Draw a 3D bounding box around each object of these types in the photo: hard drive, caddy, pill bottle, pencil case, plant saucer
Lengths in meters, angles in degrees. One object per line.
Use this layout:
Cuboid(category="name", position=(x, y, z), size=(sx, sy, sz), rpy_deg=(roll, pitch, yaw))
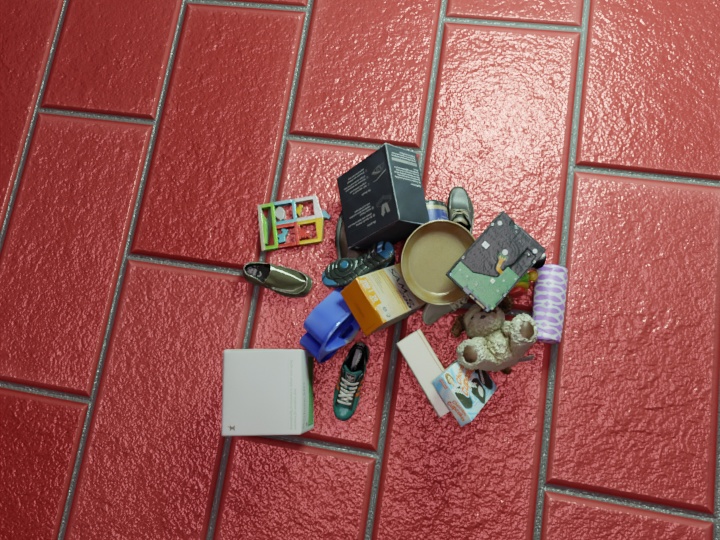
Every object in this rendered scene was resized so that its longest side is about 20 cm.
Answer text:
Cuboid(category="hard drive", position=(0.314, -0.018, 1.277), size=(0.139, 0.038, 0.200), rpy_deg=(41, 90, 5))
Cuboid(category="caddy", position=(-0.059, 0.139, 1.349), size=(0.104, 0.142, 0.200), rpy_deg=(34, 47, 15))
Cuboid(category="pill bottle", position=(0.176, -0.068, 1.394), size=(0.110, 0.112, 0.203), rpy_deg=(-6, 79, 5))
Cuboid(category="pencil case", position=(0.462, 0.084, 1.351), size=(0.083, 0.085, 0.203), rpy_deg=(17, 79, -25))
Cuboid(category="plant saucer", position=(0.191, -0.019, 1.314), size=(0.197, 0.035, 0.203), rpy_deg=(0, 91, -7))

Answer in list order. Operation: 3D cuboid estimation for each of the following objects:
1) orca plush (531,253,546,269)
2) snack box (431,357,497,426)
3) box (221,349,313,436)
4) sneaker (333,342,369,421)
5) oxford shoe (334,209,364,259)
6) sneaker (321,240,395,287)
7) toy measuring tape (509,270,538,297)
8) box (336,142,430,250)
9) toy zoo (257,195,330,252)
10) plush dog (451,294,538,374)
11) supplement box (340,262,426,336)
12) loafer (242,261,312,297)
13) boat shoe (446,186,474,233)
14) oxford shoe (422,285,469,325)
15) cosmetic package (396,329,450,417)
Cuboid(category="orca plush", position=(0.376, -0.031, 1.374), size=(0.198, 0.072, 0.105), rpy_deg=(11, 40, 36))
Cuboid(category="snack box", position=(0.247, 0.270, 1.281), size=(0.037, 0.199, 0.117), rpy_deg=(-40, 80, 30))
Cuboid(category="box", position=(-0.222, 0.295, 1.340), size=(0.197, 0.171, 0.202), rpy_deg=(-2, 79, 6))
Cuboid(category="sneaker", position=(-0.028, 0.276, 1.367), size=(0.070, 0.080, 0.203), rpy_deg=(13, 81, 9))
Cuboid(category="oxford shoe", position=(-0.027, -0.061, 1.441), size=(0.083, 0.073, 0.203), rpy_deg=(-1, 91, 4))
Cuboid(category="sneaker", position=(0.000, 0.000, 1.372), size=(0.198, 0.082, 0.074), rpy_deg=(-22, 63, 3))
Cuboid(category="toy measuring tape", position=(0.354, 0.044, 1.383), size=(0.198, 0.073, 0.075), rpy_deg=(-21, 76, 27))
Cuboid(category="box", position=(0.054, -0.175, 1.373), size=(0.196, 0.116, 0.203), rpy_deg=(-25, 67, 45))
Cuboid(category="toy zoo", position=(-0.179, -0.130, 1.493), size=(0.197, 0.020, 0.133), rpy_deg=(-8, 78, 5))
Cuboid(category="plush dog", position=(0.320, 0.153, 1.333), size=(0.198, 0.161, 0.173), rpy_deg=(-26, 53, 8))
Cuboid(category="supplement box", position=(0.062, 0.066, 1.339), size=(0.073, 0.199, 0.127), rpy_deg=(-42, 75, 38))
Cuboid(category="loafer", position=(-0.225, 0.022, 1.444), size=(0.197, 0.070, 0.076), rpy_deg=(11, 81, 9))
Cuboid(category="boat shoe", position=(0.264, -0.126, 1.414), size=(0.073, 0.073, 0.203), rpy_deg=(-5, 79, 5))
Cuboid(category="oxford shoe", position=(0.235, 0.068, 1.367), size=(0.200, 0.075, 0.058), rpy_deg=(-43, 46, 9))
Cuboid(category="cosmetic package", position=(0.168, 0.251, 1.339), size=(0.073, 0.104, 0.201), rpy_deg=(-31, 78, -1))
